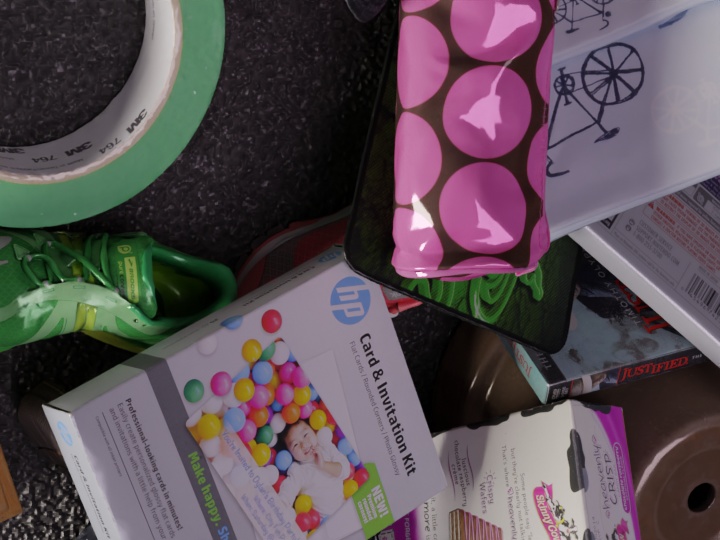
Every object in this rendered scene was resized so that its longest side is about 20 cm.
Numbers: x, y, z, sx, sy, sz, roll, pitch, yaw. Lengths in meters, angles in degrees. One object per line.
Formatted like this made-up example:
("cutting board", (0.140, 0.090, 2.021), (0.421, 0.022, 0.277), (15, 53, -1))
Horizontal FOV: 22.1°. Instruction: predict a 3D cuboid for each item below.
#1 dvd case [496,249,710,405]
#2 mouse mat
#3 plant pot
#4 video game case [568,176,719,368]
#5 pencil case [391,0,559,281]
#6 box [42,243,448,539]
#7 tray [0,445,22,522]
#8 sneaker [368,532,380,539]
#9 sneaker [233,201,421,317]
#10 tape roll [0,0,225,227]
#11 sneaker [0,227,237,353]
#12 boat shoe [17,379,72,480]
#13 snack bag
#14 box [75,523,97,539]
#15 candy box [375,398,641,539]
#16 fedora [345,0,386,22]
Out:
("dvd case", (0.167, 0.006, 1.158), (0.198, 0.147, 0.022), (-13, 138, -22))
("mouse mat", (0.074, -0.067, 1.081), (0.160, 0.008, 0.202), (22, 70, -26))
("plant pot", (0.169, 0.105, 1.186), (0.198, 0.175, 0.202), (-11, 117, -23))
("video game case", (0.207, -0.058, 1.128), (0.200, 0.023, 0.183), (40, 63, -8))
("pencil case", (0.065, -0.094, 1.000), (0.093, 0.091, 0.202), (2, 96, -5))
("box", (-0.058, 0.099, 1.023), (0.199, 0.041, 0.157), (-29, 109, -29))
("tray", (-0.262, 0.067, 1.017), (0.098, 0.037, 0.202), (-23, 120, -18))
("sneaker", (-0.020, 0.143, 1.131), (0.075, 0.078, 0.202), (25, 80, -75))
("sneaker", (0.000, 0.000, 1.097), (0.200, 0.087, 0.074), (-38, 124, -8))
("tape roll", (-0.170, -0.124, 0.971), (0.199, 0.048, 0.202), (-12, 118, -23))
("sneaker", (-0.152, 0.003, 1.003), (0.199, 0.083, 0.075), (3, 68, -43))
("boat shoe", (-0.126, 0.112, 1.099), (0.074, 0.074, 0.200), (-54, 136, -12))
("snack bag", (0.134, -0.128, 1.032), (0.187, 0.021, 0.202), (-20, 91, 18))
("box", (-0.108, 0.288, 1.105), (0.123, 0.198, 0.200), (-45, 125, -3))
("candy box", (0.073, 0.166, 1.120), (0.061, 0.199, 0.138), (10, 68, -48))
("fedora", (-0.040, -0.223, 0.956), (0.091, 0.201, 0.202), (-3, 120, 13))
